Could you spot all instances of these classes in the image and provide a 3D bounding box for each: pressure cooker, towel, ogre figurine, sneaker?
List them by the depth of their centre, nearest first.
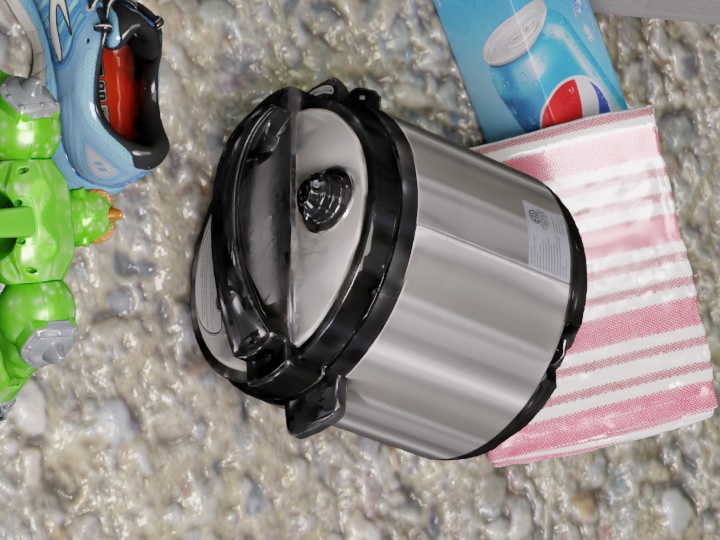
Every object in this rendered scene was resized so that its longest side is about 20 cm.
[{"bbox_3d":[-0.188,-0.019,1.443,0.098,0.120,0.201,19,76,-38],"label":"ogre figurine"},{"bbox_3d":[-0.136,-0.140,1.515,0.078,0.090,0.201,-16,97,-40],"label":"sneaker"},{"bbox_3d":[0.002,-0.002,1.563,0.200,0.176,0.179,21,103,-35],"label":"pressure cooker"},{"bbox_3d":[0.126,0.010,1.715,0.146,0.030,0.201,-13,102,2],"label":"towel"}]

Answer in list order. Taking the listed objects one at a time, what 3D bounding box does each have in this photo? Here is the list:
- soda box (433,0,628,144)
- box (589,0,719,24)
[{"bbox_3d":[0.118,-0.093,1.744,0.064,0.068,0.201,-33,109,-36],"label":"soda box"},{"bbox_3d":[0.196,-0.220,1.715,0.124,0.200,0.098,6,82,1],"label":"box"}]
